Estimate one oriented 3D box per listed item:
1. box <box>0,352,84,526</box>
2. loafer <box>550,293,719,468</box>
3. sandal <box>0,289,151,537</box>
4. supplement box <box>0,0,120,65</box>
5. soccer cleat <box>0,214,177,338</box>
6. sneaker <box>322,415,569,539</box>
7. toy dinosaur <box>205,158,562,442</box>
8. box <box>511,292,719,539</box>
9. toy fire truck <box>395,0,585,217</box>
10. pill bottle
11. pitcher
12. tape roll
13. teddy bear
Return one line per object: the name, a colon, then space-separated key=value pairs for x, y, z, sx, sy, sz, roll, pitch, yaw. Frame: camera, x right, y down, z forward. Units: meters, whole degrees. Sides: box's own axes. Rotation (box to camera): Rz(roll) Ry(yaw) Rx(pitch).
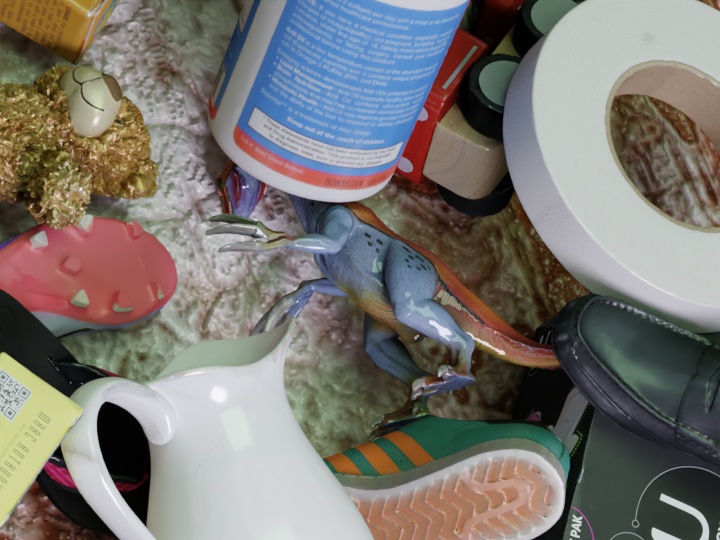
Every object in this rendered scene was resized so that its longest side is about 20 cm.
box: x=-0.200 y=0.106 z=1.253 sx=0.050 sy=0.200 sz=0.075 roll=38 pitch=61 yaw=-8
loafer: x=0.194 y=0.071 z=1.380 sx=0.200 sy=0.070 sz=0.068 roll=33 pitch=60 yaw=-10
sandal: x=-0.144 y=0.079 z=1.335 sx=0.200 sy=0.045 sz=0.075 roll=44 pitch=66 yaw=-40
supplement box: x=-0.219 y=-0.196 z=1.422 sx=0.200 sy=0.069 sz=0.067 roll=31 pitch=60 yaw=1
soccer cleat: x=-0.185 y=0.019 z=1.379 sx=0.200 sy=0.076 sz=0.067 roll=-17 pitch=79 yaw=-45
sneaker: x=0.016 y=0.123 z=1.398 sx=0.200 sy=0.080 sz=0.071 roll=-10 pitch=104 yaw=11
toy dinosaur: x=0.000 y=0.000 z=1.443 sx=0.200 sy=0.105 sz=0.182 roll=-10 pitch=65 yaw=-25
box: x=0.162 y=0.126 z=1.458 sx=0.148 sy=0.124 sz=0.200 roll=25 pitch=63 yaw=-16
toy fire truck: x=0.040 y=-0.160 z=1.528 sx=0.200 sy=0.129 sz=0.176 roll=30 pitch=54 yaw=11
pill bottle: x=-0.001 y=-0.145 z=1.389 sx=0.112 sy=0.200 sz=0.112 roll=16 pitch=35 yaw=-12
pitcher: x=-0.070 y=0.137 z=1.286 sx=0.172 sy=0.121 sz=0.200 roll=-15 pitch=89 yaw=-53
tape roll: x=0.173 y=-0.063 z=1.451 sx=0.203 sy=0.037 sz=0.203 roll=13 pitch=59 yaw=-22
teddy bear: x=-0.198 y=-0.071 z=1.378 sx=0.200 sy=0.067 sz=0.145 roll=0 pitch=26 yaw=-21
